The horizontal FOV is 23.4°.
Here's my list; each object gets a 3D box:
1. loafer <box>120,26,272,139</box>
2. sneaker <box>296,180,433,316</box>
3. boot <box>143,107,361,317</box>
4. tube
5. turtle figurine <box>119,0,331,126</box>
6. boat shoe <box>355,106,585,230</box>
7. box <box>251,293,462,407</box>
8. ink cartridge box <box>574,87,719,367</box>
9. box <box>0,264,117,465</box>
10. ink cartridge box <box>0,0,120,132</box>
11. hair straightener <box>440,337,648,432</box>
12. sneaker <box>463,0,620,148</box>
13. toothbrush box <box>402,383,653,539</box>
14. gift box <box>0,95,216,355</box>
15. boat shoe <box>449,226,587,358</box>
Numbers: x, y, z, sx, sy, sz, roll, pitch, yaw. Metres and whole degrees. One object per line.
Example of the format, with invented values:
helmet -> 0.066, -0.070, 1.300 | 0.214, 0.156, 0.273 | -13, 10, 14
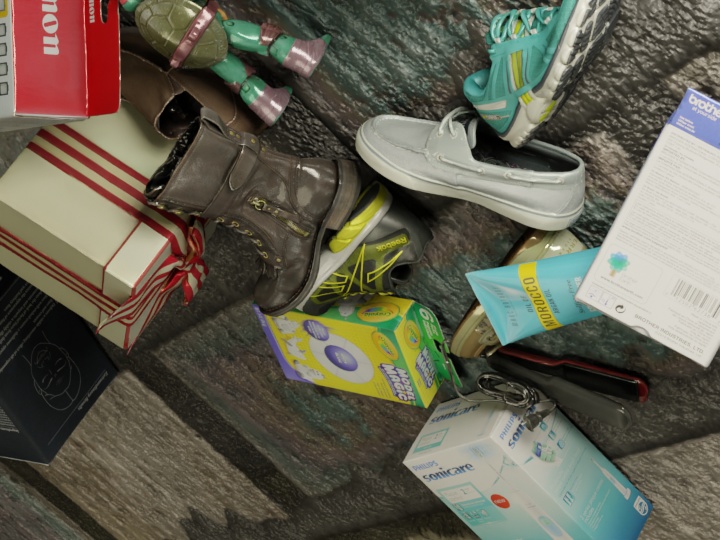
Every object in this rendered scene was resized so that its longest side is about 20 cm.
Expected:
loafer -> -0.171, -0.161, 1.552 | 0.200, 0.071, 0.073 | 19, 141, 26
sneaker -> 0.000, 0.000, 1.610 | 0.085, 0.075, 0.200 | 35, 146, -2
boot -> -0.109, -0.052, 1.536 | 0.174, 0.069, 0.200 | 13, 128, -23
tube -> 0.191, 0.010, 1.438 | 0.200, 0.050, 0.078 | -15, 113, 29
turtle figurine -> -0.133, -0.210, 1.449 | 0.200, 0.101, 0.150 | 34, 147, -11
boat shoe -> 0.093, -0.099, 1.427 | 0.200, 0.070, 0.072 | 20, 133, 14
box -> -0.001, 0.073, 1.728 | 0.200, 0.048, 0.118 | 7, 138, 31
ink cartridge box -> 0.260, -0.035, 1.335 | 0.119, 0.042, 0.200 | 28, 121, 8
box -> -0.400, 0.100, 2.002 | 0.107, 0.149, 0.200 | 3, 135, 38
ink cartridge box -> -0.289, -0.224, 1.467 | 0.175, 0.084, 0.201 | -2, 90, 42
hair straightener -> 0.160, 0.107, 1.607 | 0.200, 0.077, 0.041 | 19, 145, 21
sneaker -> 0.131, -0.165, 1.303 | 0.080, 0.078, 0.200 | 41, 147, 5
toothbrush box -> 0.166, 0.212, 1.727 | 0.200, 0.085, 0.146 | 47, 144, -16
gift box -> -0.237, -0.035, 1.647 | 0.186, 0.200, 0.185 | 31, 160, 4
boat shoe -> 0.138, 0.028, 1.532 | 0.063, 0.073, 0.200 | 34, 145, 0
